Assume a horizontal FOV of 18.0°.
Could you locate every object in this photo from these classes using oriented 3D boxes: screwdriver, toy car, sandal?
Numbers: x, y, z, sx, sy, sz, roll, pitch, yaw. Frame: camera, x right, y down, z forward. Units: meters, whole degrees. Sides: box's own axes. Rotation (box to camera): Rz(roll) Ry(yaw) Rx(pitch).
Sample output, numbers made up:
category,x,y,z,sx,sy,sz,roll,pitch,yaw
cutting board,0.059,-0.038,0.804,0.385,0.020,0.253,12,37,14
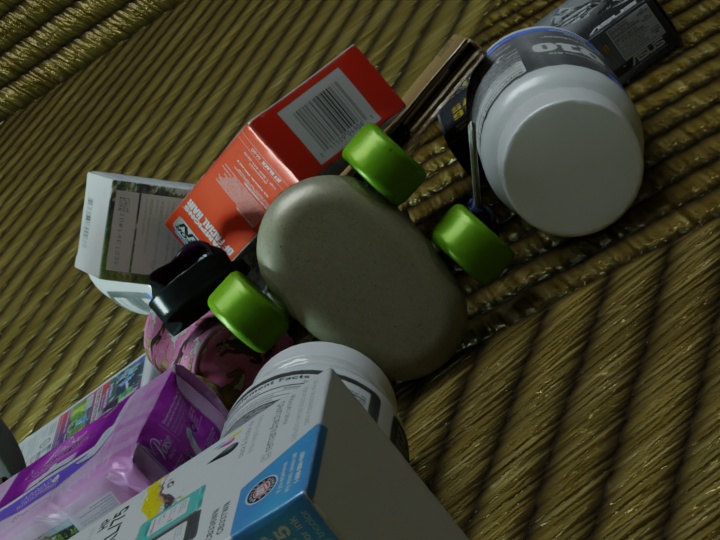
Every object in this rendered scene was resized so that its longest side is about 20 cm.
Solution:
category,x,y,z,sx,sy,sz,roll,pitch,yaw
screwdriver,0.075,-0.052,1.548,0.029,0.028,0.200,-18,-25,2
toy car,0.000,0.000,1.581,0.164,0.158,0.200,-48,4,3
sandal,-0.119,0.004,1.605,0.075,0.048,0.200,-38,-4,-4

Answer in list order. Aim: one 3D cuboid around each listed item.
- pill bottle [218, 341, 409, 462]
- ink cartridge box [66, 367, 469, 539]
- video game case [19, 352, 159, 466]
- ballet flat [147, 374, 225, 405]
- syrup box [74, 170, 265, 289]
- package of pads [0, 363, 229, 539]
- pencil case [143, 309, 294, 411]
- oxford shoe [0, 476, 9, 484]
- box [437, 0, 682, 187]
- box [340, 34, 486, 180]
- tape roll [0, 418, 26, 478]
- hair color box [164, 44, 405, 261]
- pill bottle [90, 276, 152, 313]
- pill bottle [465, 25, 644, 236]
category,x,y,z,sx,sy,sz,roll,pitch,yaw
pill bottle,-0.030,0.125,1.321,0.116,0.116,0.200,-33,16,17
ink cartridge box,-0.058,0.182,1.158,0.200,0.146,0.147,-34,16,16
video game case,-0.242,0.154,1.882,0.182,0.023,0.200,-36,15,9
ballet flat,-0.137,0.122,1.649,0.065,0.071,0.200,-13,-10,-18
syrup box,-0.114,-0.025,1.780,0.081,0.199,0.079,-162,79,-68
package of pads,-0.172,0.152,1.402,0.200,0.076,0.121,-35,17,26
pencil case,-0.109,0.060,1.747,0.087,0.083,0.200,-65,17,0
oxford shoe,-0.263,0.188,1.594,0.200,0.071,0.073,-15,30,52
box,0.156,-0.162,1.847,0.200,0.048,0.158,-35,16,9
box,0.031,-0.109,1.712,0.164,0.021,0.200,-51,5,5
tape roll,-0.351,0.181,1.714,0.200,0.200,0.066,-36,15,7
hair color box,-0.058,-0.076,1.649,0.111,0.064,0.200,-40,-2,-30
pill bottle,-0.171,-0.016,2.010,0.114,0.114,0.200,-43,17,-17
pill bottle,0.136,-0.097,1.583,0.114,0.114,0.200,-35,16,9
